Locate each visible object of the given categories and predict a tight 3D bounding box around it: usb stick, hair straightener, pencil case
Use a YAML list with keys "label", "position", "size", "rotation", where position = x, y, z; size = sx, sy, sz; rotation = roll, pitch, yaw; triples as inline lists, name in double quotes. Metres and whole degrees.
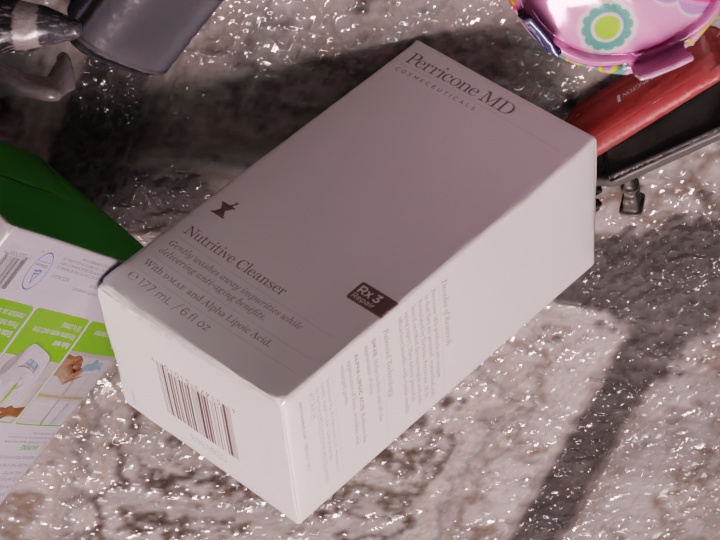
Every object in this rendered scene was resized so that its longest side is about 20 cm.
- label: "usb stick"
  position: [-0.050, -0.157, 0.941]
  size: [0.055, 0.033, 0.200]
  rotation: [24, 124, -30]
- label: "hair straightener"
  position: [0.107, -0.036, 1.089]
  size: [0.199, 0.041, 0.077]
  rotation: [-35, 131, 20]
- label: "pencil case"
  position: [0.080, -0.130, 0.878]
  size: [0.087, 0.200, 0.088]
  rotation: [-2, 108, -8]

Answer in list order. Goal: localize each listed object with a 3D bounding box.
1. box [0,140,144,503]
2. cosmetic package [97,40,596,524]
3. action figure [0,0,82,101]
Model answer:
- label: "box"
  position: [-0.187, 0.035, 0.947]
  size: [0.177, 0.097, 0.200]
  rotation: [-51, 166, 5]
- label: "cosmetic package"
  position: [0.000, 0.000, 0.985]
  size: [0.200, 0.112, 0.082]
  rotation: [-42, 145, -29]
- label: "action figure"
  position: [-0.214, -0.119, 0.897]
  size: [0.192, 0.105, 0.201]
  rotation: [-14, 138, -12]
